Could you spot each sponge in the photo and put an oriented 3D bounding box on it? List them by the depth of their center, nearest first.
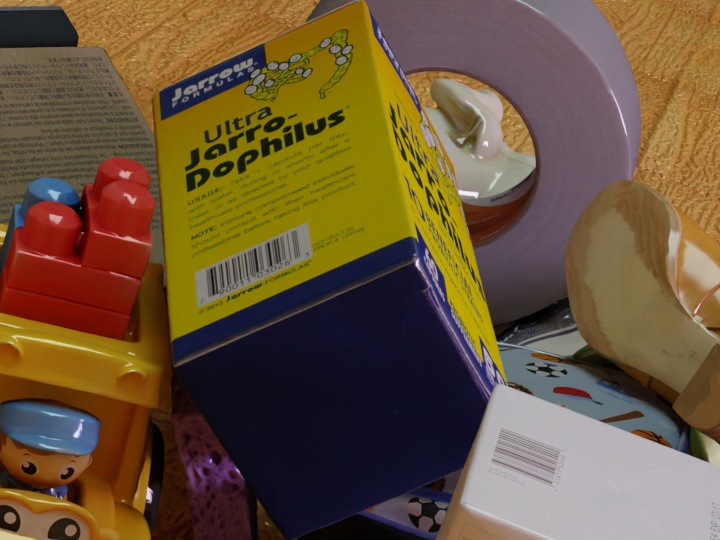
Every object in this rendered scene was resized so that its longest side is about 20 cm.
[{"bbox_3d":[-0.069,0.043,1.143,0.030,0.112,0.200,-7,39,1],"label":"sponge"}]

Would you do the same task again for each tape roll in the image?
[{"bbox_3d":[0.049,-0.071,1.311,0.200,0.201,0.066,21,29,2],"label":"tape roll"}]

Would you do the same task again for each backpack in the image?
[{"bbox_3d":[0.070,0.115,1.114,0.200,0.154,0.190,21,12,10],"label":"backpack"}]

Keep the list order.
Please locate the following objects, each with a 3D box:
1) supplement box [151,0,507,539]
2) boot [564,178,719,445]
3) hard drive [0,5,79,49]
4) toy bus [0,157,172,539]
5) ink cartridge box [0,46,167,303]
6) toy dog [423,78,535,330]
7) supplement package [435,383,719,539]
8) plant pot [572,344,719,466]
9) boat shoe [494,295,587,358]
[{"bbox_3d":[-0.014,-0.005,1.041,0.109,0.109,0.200,-24,36,9],"label":"supplement box"},{"bbox_3d":[0.180,0.045,1.115,0.144,0.071,0.201,28,19,-30],"label":"boot"},{"bbox_3d":[-0.260,-0.084,1.298,0.200,0.140,0.033,-7,58,-48],"label":"hard drive"},{"bbox_3d":[-0.131,0.055,1.017,0.135,0.192,0.200,15,24,-15],"label":"toy bus"},{"bbox_3d":[-0.183,-0.030,1.246,0.200,0.075,0.165,-6,59,-49],"label":"ink cartridge box"},{"bbox_3d":[0.045,-0.043,1.461,0.200,0.140,0.194,20,24,-5],"label":"toy dog"},{"bbox_3d":[0.061,0.165,0.907,0.109,0.200,0.114,21,22,3],"label":"supplement package"},{"bbox_3d":[0.206,0.077,1.289,0.190,0.200,0.200,-14,38,-34],"label":"plant pot"},{"bbox_3d":[0.094,0.044,1.358,0.200,0.075,0.093,-20,38,-38],"label":"boat shoe"}]
